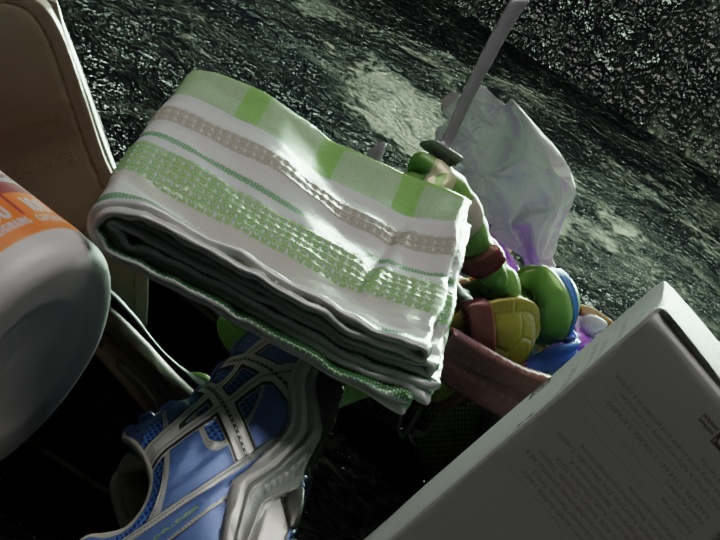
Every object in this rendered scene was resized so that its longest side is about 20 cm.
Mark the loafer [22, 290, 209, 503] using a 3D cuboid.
[{"bbox_3d":[-0.117,0.049,1.104,0.200,0.072,0.063,34,21,-3],"label":"loafer"}]

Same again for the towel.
[{"bbox_3d":[-0.024,-0.023,1.092,0.149,0.031,0.200,29,22,-4],"label":"towel"}]

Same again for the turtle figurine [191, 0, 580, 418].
[{"bbox_3d":[0.000,0.000,1.257,0.194,0.201,0.144,-24,11,-36],"label":"turtle figurine"}]

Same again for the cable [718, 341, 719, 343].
[{"bbox_3d":[0.157,0.122,1.156,0.199,0.069,0.200,13,48,14],"label":"cable"}]

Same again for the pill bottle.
[{"bbox_3d":[-0.202,-0.017,1.040,0.200,0.113,0.113,36,13,19],"label":"pill bottle"}]

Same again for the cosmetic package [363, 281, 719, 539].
[{"bbox_3d":[0.062,0.101,0.998,0.081,0.200,0.113,50,8,1],"label":"cosmetic package"}]

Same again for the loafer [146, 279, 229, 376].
[{"bbox_3d":[-0.105,0.011,1.279,0.200,0.072,0.063,21,56,-40],"label":"loafer"}]

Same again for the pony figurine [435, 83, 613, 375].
[{"bbox_3d":[0.082,0.006,1.612,0.193,0.167,0.200,39,-3,-4],"label":"pony figurine"}]

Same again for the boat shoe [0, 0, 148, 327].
[{"bbox_3d":[-0.136,-0.038,1.152,0.072,0.201,0.060,-14,27,-2],"label":"boat shoe"}]

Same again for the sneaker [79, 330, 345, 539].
[{"bbox_3d":[-0.053,0.067,1.050,0.077,0.076,0.200,18,39,1],"label":"sneaker"}]

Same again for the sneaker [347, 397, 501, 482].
[{"bbox_3d":[0.019,0.060,1.371,0.114,0.076,0.199,26,11,-19],"label":"sneaker"}]
